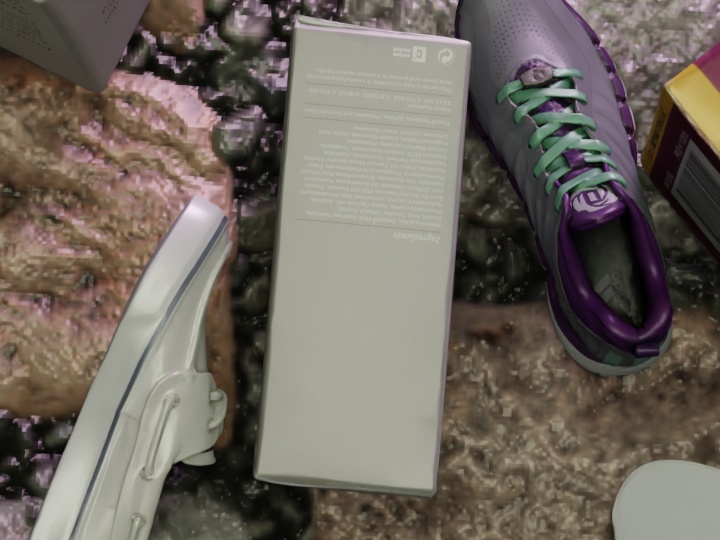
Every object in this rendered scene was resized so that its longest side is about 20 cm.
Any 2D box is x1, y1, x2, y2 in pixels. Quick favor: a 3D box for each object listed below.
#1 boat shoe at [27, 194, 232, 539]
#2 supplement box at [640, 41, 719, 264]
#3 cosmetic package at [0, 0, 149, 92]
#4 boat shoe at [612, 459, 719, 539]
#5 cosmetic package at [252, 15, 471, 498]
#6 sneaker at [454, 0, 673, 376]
[{"bbox_3d":[-0.093,0.067,0.955,0.065,0.074,0.201,23,94,-4],"label":"boat shoe"},{"bbox_3d":[0.235,-0.086,0.942,0.200,0.131,0.103,-38,78,-4],"label":"supplement box"},{"bbox_3d":[-0.155,-0.199,0.909,0.164,0.200,0.166,28,85,1],"label":"cosmetic package"},{"bbox_3d":[0.207,0.151,0.954,0.199,0.068,0.072,27,91,23],"label":"boat shoe"},{"bbox_3d":[0.000,0.000,0.942,0.089,0.107,0.202,8,82,-2],"label":"cosmetic package"},{"bbox_3d":[0.101,-0.052,0.959,0.074,0.088,0.201,-21,85,-4],"label":"sneaker"}]
